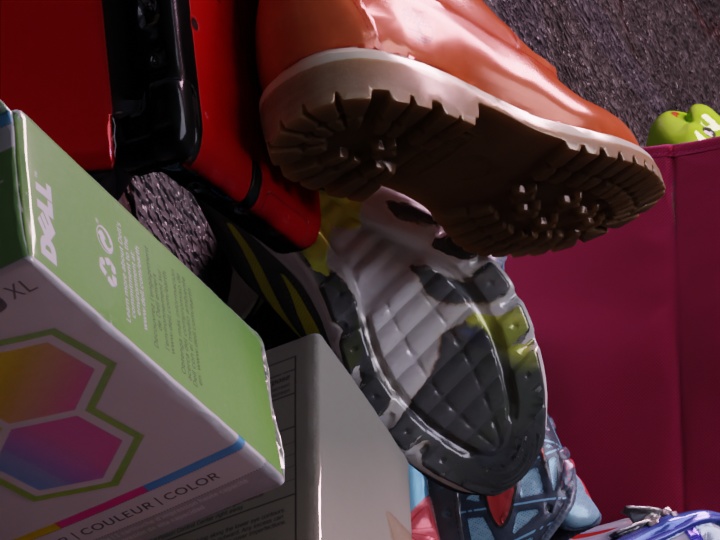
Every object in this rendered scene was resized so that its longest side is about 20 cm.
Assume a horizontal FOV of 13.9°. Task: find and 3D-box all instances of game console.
[{"bbox_3d":[-0.106,-0.107,1.014,0.172,0.118,0.201,36,43,-61],"label":"game console"}]

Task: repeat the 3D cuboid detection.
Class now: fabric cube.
[{"bbox_3d":[0.181,0.065,1.450,0.196,0.199,0.200,44,42,-59],"label":"fabric cube"}]

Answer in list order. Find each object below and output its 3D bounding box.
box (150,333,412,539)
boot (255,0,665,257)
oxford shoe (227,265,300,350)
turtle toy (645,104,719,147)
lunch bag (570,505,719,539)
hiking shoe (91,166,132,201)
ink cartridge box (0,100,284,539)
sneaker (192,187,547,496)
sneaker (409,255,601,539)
[{"bbox_3d":[-0.036,0.126,1.001,0.078,0.095,0.200,55,23,-36],"label":"box"},{"bbox_3d":[0.036,-0.071,1.056,0.200,0.075,0.107,23,45,-48],"label":"boot"},{"bbox_3d":[-0.024,0.002,1.209,0.200,0.075,0.058,-86,161,-46],"label":"oxford shoe"},{"bbox_3d":[0.227,-0.007,1.886,0.200,0.101,0.146,64,18,-9],"label":"turtle toy"},{"bbox_3d":[0.123,0.201,1.274,0.160,0.075,0.201,-16,91,-35],"label":"lunch bag"},{"bbox_3d":[-0.097,-0.092,1.107,0.101,0.076,0.200,38,32,-45],"label":"hiking shoe"},{"bbox_3d":[-0.117,0.017,0.881,0.200,0.104,0.059,46,26,-48],"label":"ink cartridge box"},{"bbox_3d":[0.000,0.000,1.127,0.200,0.074,0.085,53,-9,4],"label":"sneaker"},{"bbox_3d":[0.050,0.082,1.206,0.079,0.095,0.201,135,-37,-75],"label":"sneaker"}]
